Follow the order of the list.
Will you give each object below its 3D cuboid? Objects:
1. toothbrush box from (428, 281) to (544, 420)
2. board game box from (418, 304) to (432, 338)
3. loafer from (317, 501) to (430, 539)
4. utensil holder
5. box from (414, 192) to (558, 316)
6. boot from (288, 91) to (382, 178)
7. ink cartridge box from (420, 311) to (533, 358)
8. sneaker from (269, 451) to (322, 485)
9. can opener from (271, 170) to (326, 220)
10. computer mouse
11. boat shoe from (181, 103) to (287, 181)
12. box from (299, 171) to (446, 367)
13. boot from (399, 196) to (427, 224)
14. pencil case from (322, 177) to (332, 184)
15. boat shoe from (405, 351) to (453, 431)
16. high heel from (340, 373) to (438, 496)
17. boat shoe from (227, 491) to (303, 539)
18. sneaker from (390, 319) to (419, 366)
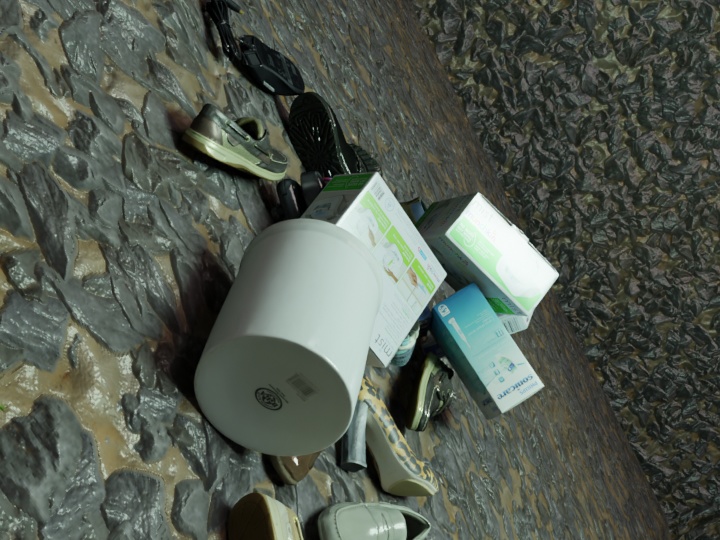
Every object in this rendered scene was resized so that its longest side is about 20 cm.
[{"bbox_3d":[0.199,0.138,1.235,0.200,0.085,0.146,58,-8,15],"label":"toothbrush box"},{"bbox_3d":[0.072,0.010,1.294,0.136,0.034,0.201,87,-14,-72],"label":"board game box"},{"bbox_3d":[0.018,0.300,0.873,0.200,0.070,0.070,28,42,-58],"label":"loafer"},{"bbox_3d":[-0.071,0.068,0.787,0.170,0.169,0.200,55,26,-25],"label":"utensil holder"},{"bbox_3d":[0.200,-0.025,1.257,0.200,0.097,0.176,43,-13,-14],"label":"box"},{"bbox_3d":[-0.039,-0.208,1.272,0.158,0.079,0.212,-47,121,-61],"label":"boot"},{"bbox_3d":[0.230,0.103,1.420,0.043,0.196,0.200,66,21,-1],"label":"ink cartridge box"},{"bbox_3d":[-0.050,0.156,0.859,0.071,0.075,0.200,56,22,-22],"label":"sneaker"},{"bbox_3d":[-0.071,-0.036,1.046,0.063,0.078,0.201,-23,101,-61],"label":"can opener"},{"bbox_3d":[-0.172,-0.347,1.172,0.200,0.046,0.141,14,49,-58],"label":"computer mouse"},{"bbox_3d":[-0.146,-0.165,0.966,0.073,0.065,0.200,36,12,19],"label":"boat shoe"},{"bbox_3d":[0.000,0.000,1.011,0.177,0.096,0.200,-54,124,-25],"label":"box"},{"bbox_3d":[0.114,-0.049,1.447,0.200,0.097,0.075,55,23,-24],"label":"boot"},{"bbox_3d":[-0.022,-0.072,1.166,0.200,0.088,0.089,36,35,-53],"label":"pencil case"},{"bbox_3d":[0.116,0.191,1.181,0.065,0.073,0.200,22,25,3],"label":"boat shoe"},{"bbox_3d":[0.045,0.222,1.015,0.200,0.071,0.143,35,42,-38],"label":"high heel"},{"bbox_3d":[-0.067,0.299,0.665,0.069,0.074,0.201,31,39,-47],"label":"boat shoe"},{"bbox_3d":[0.034,0.071,1.188,0.200,0.077,0.087,-109,-164,-51],"label":"sneaker"}]
